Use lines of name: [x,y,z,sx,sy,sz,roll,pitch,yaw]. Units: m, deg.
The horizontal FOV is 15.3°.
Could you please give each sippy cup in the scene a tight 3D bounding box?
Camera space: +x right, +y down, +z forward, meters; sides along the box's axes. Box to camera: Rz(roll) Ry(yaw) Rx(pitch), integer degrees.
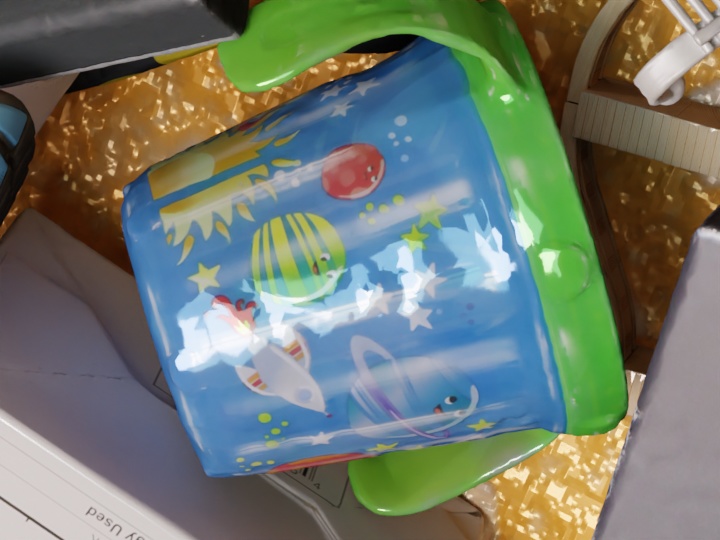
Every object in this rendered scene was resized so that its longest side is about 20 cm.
sippy cup: [0.000,0.000,0.818,0.130,0.140,0.178,-17,99,-2]

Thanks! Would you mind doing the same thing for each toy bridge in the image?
toy bridge: [0.098,-0.044,0.850,0.067,0.027,0.201,17,111,16]

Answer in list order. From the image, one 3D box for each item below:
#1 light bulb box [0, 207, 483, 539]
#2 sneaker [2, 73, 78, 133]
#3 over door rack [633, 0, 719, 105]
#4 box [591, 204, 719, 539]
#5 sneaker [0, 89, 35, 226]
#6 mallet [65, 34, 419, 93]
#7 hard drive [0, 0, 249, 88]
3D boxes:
light bulb box: [-0.097,0.127,0.902,0.198,0.125,0.200,35,115,-7]
sneaker: [-0.093,-0.099,0.843,0.200,0.073,0.071,-59,38,4]
over door rack: [0.120,-0.162,0.772,0.200,0.067,0.148,-38,84,4]
box: [0.142,0.070,0.776,0.117,0.197,0.201,22,112,14]
sneaker: [-0.160,-0.007,0.810,0.082,0.073,0.200,34,146,-10]
mallet: [-0.064,-0.075,0.881,0.199,0.066,0.041,-12,91,24]
hard drive: [-0.120,-0.119,0.813,0.199,0.033,0.140,-9,64,29]
